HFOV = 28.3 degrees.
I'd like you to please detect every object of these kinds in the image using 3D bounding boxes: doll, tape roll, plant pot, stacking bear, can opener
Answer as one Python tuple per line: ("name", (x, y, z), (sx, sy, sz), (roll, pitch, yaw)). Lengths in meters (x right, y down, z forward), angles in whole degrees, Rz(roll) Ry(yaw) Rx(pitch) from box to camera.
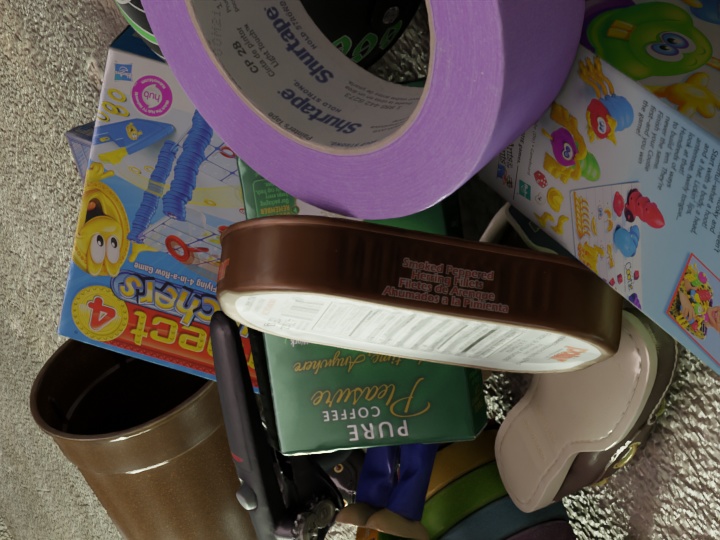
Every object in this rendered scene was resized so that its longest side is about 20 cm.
("doll", (0.036, 0.062, 0.888), (0.136, 0.048, 0.203), (-5, 72, 61))
("tape roll", (-0.006, -0.125, 0.598), (0.198, 0.066, 0.202), (25, 134, 28))
("plant pot", (-0.178, 0.162, 1.324), (0.199, 0.199, 0.200), (28, 144, 49))
("stacking bear", (0.071, 0.144, 0.938), (0.201, 0.120, 0.114), (61, 150, 26))
("can opener", (-0.060, 0.105, 0.884), (0.078, 0.063, 0.202), (19, 136, 35))

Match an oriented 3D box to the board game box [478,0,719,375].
("board game box", (0.155, -0.046, 0.611), (0.200, 0.102, 0.106), (44, 145, 35))

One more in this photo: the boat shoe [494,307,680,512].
("boat shoe", (0.135, 0.076, 0.807), (0.201, 0.059, 0.073), (112, 139, -55))

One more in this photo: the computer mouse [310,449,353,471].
("computer mouse", (-0.005, 0.107, 1.018), (0.034, 0.200, 0.059), (18, 96, 10))

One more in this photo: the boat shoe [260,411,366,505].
("boat shoe", (-0.006, 0.163, 1.118), (0.201, 0.063, 0.074), (44, 171, 36))

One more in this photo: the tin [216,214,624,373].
("tin", (0.029, 0.015, 0.679), (0.112, 0.197, 0.043), (136, 142, -76))

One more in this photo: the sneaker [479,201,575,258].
("sneaker", (0.089, 0.005, 0.792), (0.067, 0.089, 0.201), (52, 152, 19))

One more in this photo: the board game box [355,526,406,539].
("board game box", (0.031, 0.210, 0.919), (0.096, 0.030, 0.200), (55, -176, -5))

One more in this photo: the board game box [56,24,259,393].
("board game box", (-0.077, -0.029, 0.901), (0.056, 0.197, 0.198), (-74, 0, -66))

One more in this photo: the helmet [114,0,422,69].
("helmet", (-0.054, -0.192, 0.777), (0.202, 0.199, 0.190), (62, 147, 3))

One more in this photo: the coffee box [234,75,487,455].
("coffee box", (0.000, 0.000, 0.815), (0.121, 0.044, 0.203), (-8, 94, 17))

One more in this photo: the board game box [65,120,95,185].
("board game box", (-0.161, -0.052, 1.190), (0.199, 0.061, 0.202), (-27, 90, 52))
